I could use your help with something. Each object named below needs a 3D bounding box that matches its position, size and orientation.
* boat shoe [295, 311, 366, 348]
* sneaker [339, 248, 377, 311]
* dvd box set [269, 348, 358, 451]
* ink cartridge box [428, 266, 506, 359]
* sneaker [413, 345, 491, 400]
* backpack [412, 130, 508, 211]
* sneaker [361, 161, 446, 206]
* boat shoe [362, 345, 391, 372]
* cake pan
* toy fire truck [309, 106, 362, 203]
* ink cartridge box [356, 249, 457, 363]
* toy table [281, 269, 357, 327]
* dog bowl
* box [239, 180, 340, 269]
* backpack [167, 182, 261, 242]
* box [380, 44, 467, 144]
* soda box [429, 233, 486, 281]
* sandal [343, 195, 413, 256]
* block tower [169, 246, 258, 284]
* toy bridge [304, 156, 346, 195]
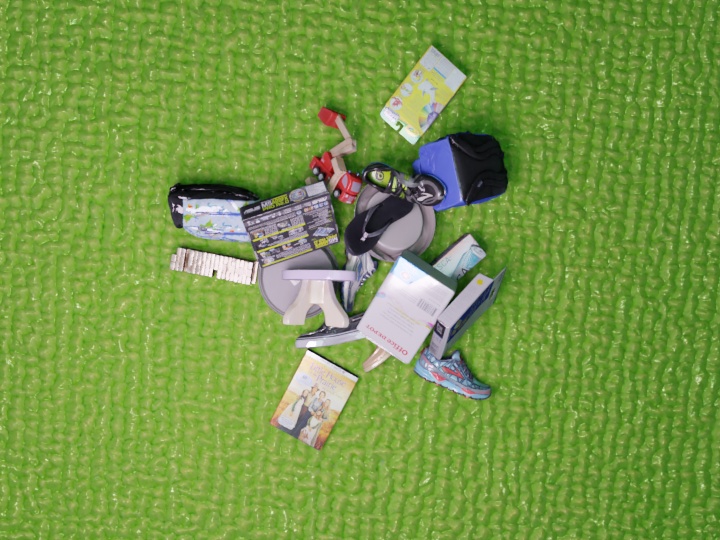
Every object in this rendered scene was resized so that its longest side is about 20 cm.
[{"bbox_3d":[-0.062,0.139,1.521,0.196,0.072,0.073,-11,86,-12],"label":"boat shoe"},{"bbox_3d":[0.000,0.000,1.506,0.083,0.077,0.205,9,94,-7],"label":"sneaker"},{"bbox_3d":[-0.111,0.311,1.543,0.144,0.029,0.203,29,93,-4],"label":"dvd box set"},{"bbox_3d":[0.239,0.090,1.452,0.047,0.199,0.200,38,69,19],"label":"ink cartridge box"},{"bbox_3d":[0.231,0.242,1.530,0.196,0.079,0.097,22,91,-4],"label":"sneaker"},{"bbox_3d":[0.229,-0.229,1.455,0.197,0.166,0.166,-16,98,-39],"label":"backpack"},{"bbox_3d":[0.091,-0.182,1.391,0.196,0.083,0.072,20,116,17],"label":"sneaker"},{"bbox_3d":[0.068,0.156,1.525,0.065,0.071,0.200,44,82,0],"label":"boat shoe"},{"bbox_3d":[-0.147,0.017,1.518,0.195,0.037,0.205,0,94,-2],"label":"cake pan"},{"bbox_3d":[-0.050,-0.263,1.457,0.200,0.048,0.142,48,117,33],"label":"toy fire truck"},{"bbox_3d":[0.102,0.080,1.422,0.143,0.085,0.202,33,108,4],"label":"ink cartridge box"},{"bbox_3d":[-0.096,0.060,1.414,0.181,0.198,0.120,4,88,-39],"label":"toy table"},{"bbox_3d":[0.072,-0.114,1.480,0.196,0.059,0.205,4,77,-17],"label":"dog bowl"},{"bbox_3d":[-0.152,-0.099,1.418,0.196,0.162,0.045,-19,50,-5],"label":"box"},{"bbox_3d":[-0.320,-0.133,1.450,0.196,0.163,0.157,-12,103,-8],"label":"backpack"},{"bbox_3d":[0.143,-0.405,1.498,0.117,0.048,0.201,39,89,-5],"label":"box"},{"bbox_3d":[0.199,0.001,1.520,0.199,0.064,0.069,-41,95,1],"label":"soda box"},{"bbox_3d":[0.039,-0.113,1.415,0.200,0.043,0.076,-43,94,-21],"label":"sandal"},{"bbox_3d":[-0.339,-0.012,1.497,0.195,0.058,0.055,11,94,-5],"label":"block tower"},{"bbox_3d":[-0.105,-0.178,1.451,0.198,0.027,0.069,-30,71,36],"label":"toy bridge"}]
